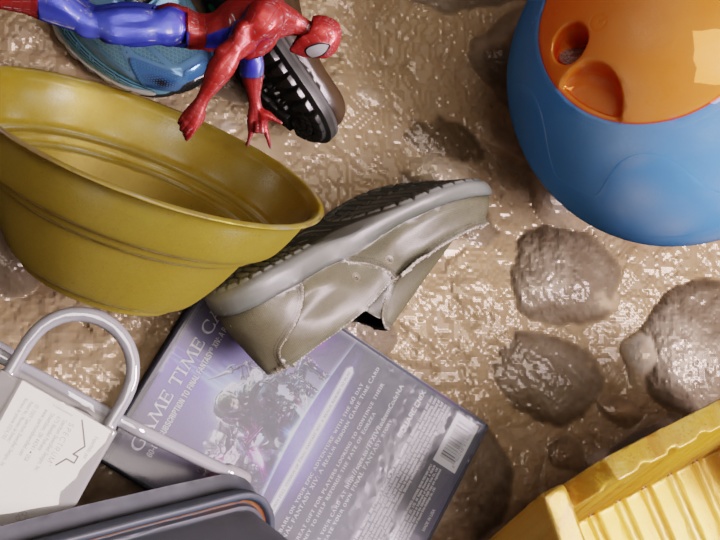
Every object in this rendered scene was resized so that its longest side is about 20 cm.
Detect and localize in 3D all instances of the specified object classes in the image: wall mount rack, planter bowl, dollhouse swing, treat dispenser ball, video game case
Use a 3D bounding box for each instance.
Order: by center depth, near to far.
[{"bbox_3d":[-0.158,0.125,0.715,0.174,0.075,0.200,30,82,-8],"label":"wall mount rack"},{"bbox_3d":[-0.127,-0.032,0.719,0.200,0.200,0.084,19,106,-18],"label":"planter bowl"},{"bbox_3d":[-0.035,0.101,0.803,0.200,0.019,0.143,34,72,-13],"label":"video game case"},{"bbox_3d":[0.204,0.192,0.811,0.200,0.182,0.176,-21,71,-23],"label":"dollhouse swing"},{"bbox_3d":[0.189,-0.115,0.819,0.200,0.201,0.201,3,82,-21],"label":"treat dispenser ball"}]

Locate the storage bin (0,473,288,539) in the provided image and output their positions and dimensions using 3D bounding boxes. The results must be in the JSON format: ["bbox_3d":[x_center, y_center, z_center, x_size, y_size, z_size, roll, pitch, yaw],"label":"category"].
[{"bbox_3d":[-0.093,0.203,0.664,0.200,0.134,0.146,-6,108,-42],"label":"storage bin"}]

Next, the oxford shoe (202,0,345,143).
[{"bbox_3d":[-0.055,-0.171,0.802,0.084,0.073,0.200,-31,95,-23],"label":"oxford shoe"}]

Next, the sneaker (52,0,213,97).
[{"bbox_3d":[-0.150,-0.186,0.756,0.078,0.090,0.200,-38,99,-21],"label":"sneaker"}]

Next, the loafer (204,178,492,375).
[{"bbox_3d":[0.000,0.000,0.801,0.200,0.075,0.070,-26,106,-29],"label":"loafer"}]

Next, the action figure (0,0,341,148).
[{"bbox_3d":[-0.110,-0.106,0.730,0.200,0.065,0.099,-1,108,-5],"label":"action figure"}]
